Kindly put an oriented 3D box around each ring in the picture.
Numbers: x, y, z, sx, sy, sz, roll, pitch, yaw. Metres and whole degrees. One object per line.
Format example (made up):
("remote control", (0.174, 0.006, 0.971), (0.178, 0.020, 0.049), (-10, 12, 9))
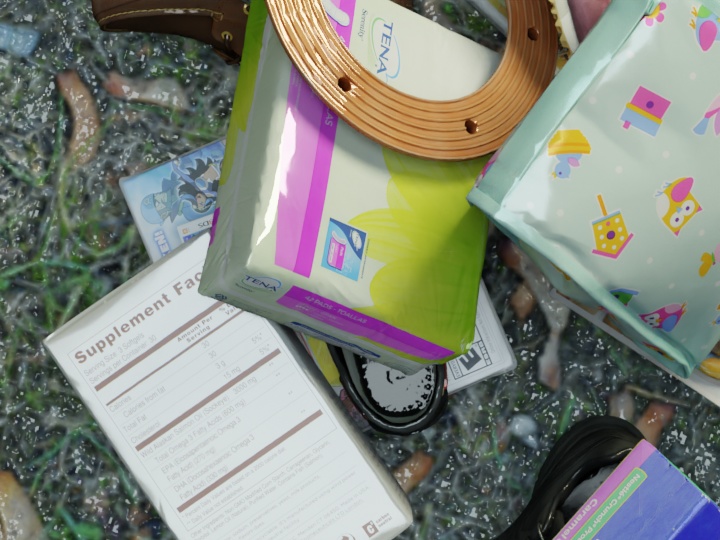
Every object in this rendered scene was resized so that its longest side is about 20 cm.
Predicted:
("ring", (0.026, -0.153, 1.194), (0.200, 0.019, 0.201), (12, 66, -29))

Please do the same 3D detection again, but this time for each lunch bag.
("lunch bag", (0.153, -0.061, 1.159), (0.171, 0.200, 0.122), (-52, 47, 2))

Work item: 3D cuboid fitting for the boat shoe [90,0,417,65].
("boat shoe", (-0.063, -0.153, 1.296), (0.199, 0.072, 0.068), (-2, 87, -3))

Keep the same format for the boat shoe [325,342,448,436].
("boat shoe", (0.003, -0.001, 1.255), (0.073, 0.063, 0.202), (-18, 88, 0))

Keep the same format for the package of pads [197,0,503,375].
("package of pads", (0.003, -0.056, 1.195), (0.154, 0.068, 0.201), (22, 62, -27))

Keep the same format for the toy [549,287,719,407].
("toy", (0.208, 0.008, 1.250), (0.115, 0.047, 0.200), (-49, 48, -8))

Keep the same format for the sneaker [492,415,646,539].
("sneaker", (0.108, 0.176, 1.282), (0.076, 0.091, 0.200), (29, 90, -1))

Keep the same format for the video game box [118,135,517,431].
("video game box", (-0.026, 0.003, 1.306), (0.182, 0.047, 0.201), (-22, 89, -3))

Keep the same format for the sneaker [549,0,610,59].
("sneaker", (0.145, -0.204, 1.210), (0.090, 0.075, 0.201), (-9, 93, 10))

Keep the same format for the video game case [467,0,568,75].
("video game case", (0.128, -0.233, 1.325), (0.200, 0.023, 0.182), (43, 89, 0))

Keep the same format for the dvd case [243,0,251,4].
("dvd case", (-0.040, -0.255, 1.261), (0.146, 0.022, 0.201), (27, 84, -7))

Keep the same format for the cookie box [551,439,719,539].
("cookie box", (0.177, 0.224, 1.241), (0.171, 0.075, 0.200), (-47, 125, -1))

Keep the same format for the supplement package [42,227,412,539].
("supplement package", (-0.072, 0.088, 1.226), (0.117, 0.117, 0.200), (-34, 89, 1))
